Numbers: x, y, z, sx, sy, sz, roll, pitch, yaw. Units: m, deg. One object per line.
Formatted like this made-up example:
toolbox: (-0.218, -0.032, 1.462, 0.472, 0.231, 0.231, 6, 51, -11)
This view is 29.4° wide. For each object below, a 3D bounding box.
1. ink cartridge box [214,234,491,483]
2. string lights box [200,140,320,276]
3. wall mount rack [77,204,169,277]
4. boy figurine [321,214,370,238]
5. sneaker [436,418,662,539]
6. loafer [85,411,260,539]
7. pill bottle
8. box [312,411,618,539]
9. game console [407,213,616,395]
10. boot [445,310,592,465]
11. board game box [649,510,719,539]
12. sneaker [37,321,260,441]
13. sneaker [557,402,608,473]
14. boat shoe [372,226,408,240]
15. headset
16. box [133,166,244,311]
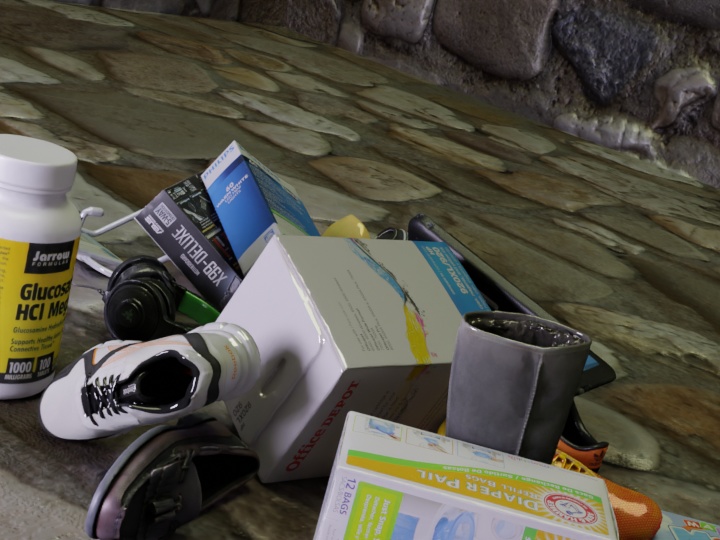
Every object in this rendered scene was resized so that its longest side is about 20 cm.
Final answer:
ink cartridge box: (-0.002, 0.071, 1.158, 0.199, 0.148, 0.145, 2, 46, -41)
string lights box: (-0.093, -0.044, 1.437, 0.103, 0.059, 0.200, 37, 14, -35)
wall mount rack: (-0.274, -0.047, 1.538, 0.173, 0.075, 0.199, 18, 10, -45)
boy figurine: (0.043, 0.015, 1.526, 0.199, 0.065, 0.124, 35, -15, 9)
sneaker: (0.148, 0.176, 1.122, 0.198, 0.078, 0.073, 15, 43, 17)
loafer: (-0.130, 0.152, 1.002, 0.062, 0.073, 0.200, 22, 14, 12)
pill bottle: (-0.294, -0.005, 1.141, 0.111, 0.202, 0.113, 13, 16, -4)
box: (0.069, 0.190, 0.964, 0.198, 0.114, 0.101, 16, 16, 0)
game console: (0.150, 0.028, 1.325, 0.116, 0.177, 0.200, -37, 60, -24)
boot: (0.138, 0.138, 1.034, 0.180, 0.202, 0.073, 11, 13, -13)
board game box: (0.298, 0.258, 1.072, 0.150, 0.037, 0.200, 14, 15, 1)
sneaker: (-0.176, 0.086, 1.040, 0.198, 0.074, 0.080, -20, -2, 27)
sneaker: (0.149, 0.110, 1.228, 0.070, 0.090, 0.201, -6, 52, -43)
boat shoe: (0.000, 0.000, 1.347, 0.068, 0.057, 0.200, -26, 15, 32)
headset: (-0.210, 0.017, 1.336, 0.198, 0.095, 0.124, 23, 13, -13)
box: (-0.147, -0.032, 1.505, 0.158, 0.050, 0.200, 49, 18, -3)
